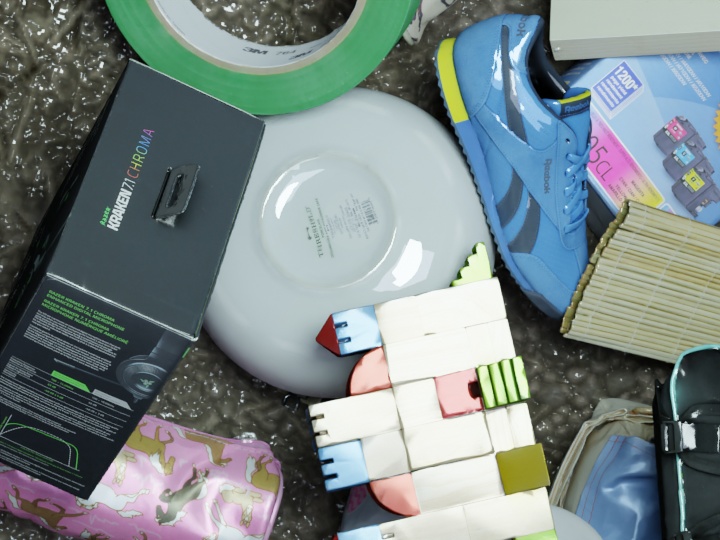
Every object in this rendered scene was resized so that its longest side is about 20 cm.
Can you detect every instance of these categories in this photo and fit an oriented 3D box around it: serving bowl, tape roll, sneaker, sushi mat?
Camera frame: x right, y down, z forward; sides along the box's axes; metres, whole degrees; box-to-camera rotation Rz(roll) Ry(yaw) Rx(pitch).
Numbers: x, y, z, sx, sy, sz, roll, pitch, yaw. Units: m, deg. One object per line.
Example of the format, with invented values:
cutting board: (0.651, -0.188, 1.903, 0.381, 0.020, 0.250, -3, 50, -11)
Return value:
serving bowl: (-0.016, -0.024, 1.540, 0.200, 0.066, 0.200, -1, 78, 4)
tape roll: (-0.059, -0.195, 1.504, 0.200, 0.048, 0.201, 5, 113, 12)
sneaker: (0.115, -0.063, 1.541, 0.078, 0.066, 0.200, -14, 106, 25)
sushi mat: (0.218, 0.017, 1.604, 0.200, 0.012, 0.096, 14, 108, -39)

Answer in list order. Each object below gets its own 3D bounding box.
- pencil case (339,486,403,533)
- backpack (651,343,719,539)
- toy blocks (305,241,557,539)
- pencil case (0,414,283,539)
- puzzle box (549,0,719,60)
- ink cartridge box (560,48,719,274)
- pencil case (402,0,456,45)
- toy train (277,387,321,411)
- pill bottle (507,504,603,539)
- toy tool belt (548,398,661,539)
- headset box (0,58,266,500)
pencil case: (0.020, 0.184, 1.575, 0.083, 0.091, 0.200, 21, 85, -12)
backpack: (0.275, 0.135, 1.461, 0.200, 0.153, 0.176, -4, 71, 3)
toy blocks: (0.030, 0.093, 1.468, 0.137, 0.100, 0.200, -12, 84, -4)
pencil case: (-0.150, 0.125, 1.539, 0.200, 0.083, 0.087, 17, 44, -12)
puzzle box: (0.221, -0.199, 1.578, 0.200, 0.025, 0.133, -2, 61, 13)
ink cartridge box: (0.217, -0.111, 1.625, 0.200, 0.076, 0.136, -40, 99, -11)
pencil case: (0.082, -0.229, 1.572, 0.200, 0.089, 0.078, -39, 95, -3)
toy train: (0.000, 0.000, 1.591, 0.034, 0.046, 0.200, 26, 82, 10)
pill bottle: (0.097, 0.247, 1.548, 0.109, 0.109, 0.200, -10, 130, -13)
toy tool belt: (0.178, 0.184, 1.595, 0.125, 0.123, 0.200, 12, 89, -13)
headset box: (-0.144, 0.003, 1.445, 0.093, 0.200, 0.174, 25, 48, -10)
